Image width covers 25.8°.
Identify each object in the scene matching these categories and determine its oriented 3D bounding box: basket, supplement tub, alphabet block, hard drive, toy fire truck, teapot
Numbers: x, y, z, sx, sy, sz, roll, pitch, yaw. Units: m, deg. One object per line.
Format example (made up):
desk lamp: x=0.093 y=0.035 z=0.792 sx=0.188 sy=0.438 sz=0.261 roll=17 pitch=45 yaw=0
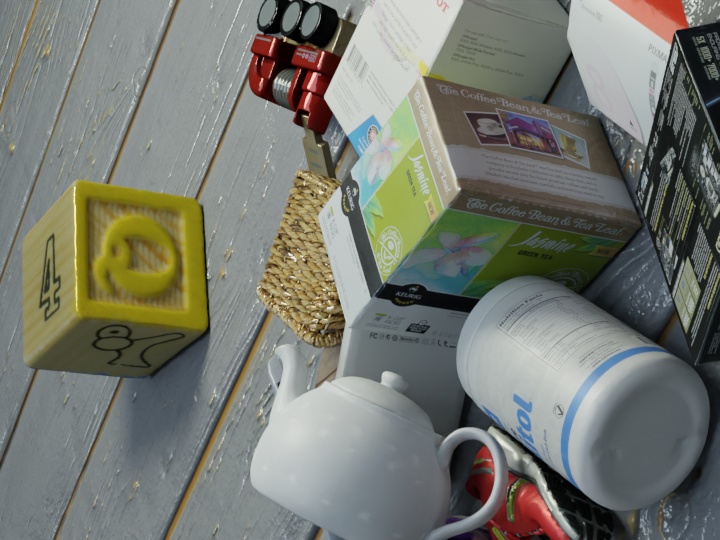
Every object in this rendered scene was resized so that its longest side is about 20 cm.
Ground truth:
basket: x=0.000 y=0.000 z=1.601 sx=0.200 sy=0.141 sz=0.151 roll=32 pitch=104 yaw=64
supplement tub: x=0.180 y=0.097 z=1.298 sx=0.200 sy=0.131 sz=0.134 roll=36 pitch=113 yaw=56
alphabet block: x=-0.333 y=0.017 z=2.112 sx=0.200 sy=0.193 sz=0.199 roll=-34 pitch=57 yaw=50
hard drive: x=0.041 y=0.101 z=1.515 sx=0.027 sy=0.130 sz=0.203 roll=-145 pitch=63 yaw=-67
toy fire truck: x=-0.059 y=-0.193 z=1.796 sx=0.176 sy=0.128 sz=0.202 roll=25 pitch=94 yaw=58
teapot: x=0.008 y=0.163 z=1.406 sx=0.147 sy=0.198 sz=0.197 roll=-64 pitch=14 yaw=-4

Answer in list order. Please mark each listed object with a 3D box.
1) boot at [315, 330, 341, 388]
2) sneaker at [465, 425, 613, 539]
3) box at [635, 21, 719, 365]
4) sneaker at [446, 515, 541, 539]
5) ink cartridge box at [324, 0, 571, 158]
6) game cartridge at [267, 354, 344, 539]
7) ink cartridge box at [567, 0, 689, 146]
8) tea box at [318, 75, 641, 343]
boot: x=0.018 y=0.120 z=1.634 sx=0.199 sy=0.069 sz=0.148 roll=-15 pitch=76 yaw=58
sneaker: x=0.150 y=0.210 z=1.365 sx=0.086 sy=0.076 sz=0.200 roll=-60 pitch=23 yaw=5
box: x=0.274 y=-0.055 z=1.138 sx=0.201 sy=0.085 sz=0.165 roll=89 pitch=170 yaw=-58
sneaker: x=0.084 y=0.269 z=1.459 sx=0.199 sy=0.087 sz=0.082 roll=-11 pitch=75 yaw=59
ink cartridge box: x=0.085 y=-0.198 z=1.510 sx=0.201 sy=0.143 sz=0.148 roll=-62 pitch=37 yaw=29
game cartridge: x=-0.049 y=0.201 z=1.682 sx=0.134 sy=0.040 sz=0.201 roll=73 pitch=173 yaw=-47
ink cartridge box: x=0.215 y=-0.187 z=1.269 sx=0.057 sy=0.201 sz=0.163 roll=-36 pitch=39 yaw=-2
tea box: x=0.101 y=-0.045 z=1.394 sx=0.197 sy=0.198 sz=0.135 roll=-53 pitch=41 yaw=40
